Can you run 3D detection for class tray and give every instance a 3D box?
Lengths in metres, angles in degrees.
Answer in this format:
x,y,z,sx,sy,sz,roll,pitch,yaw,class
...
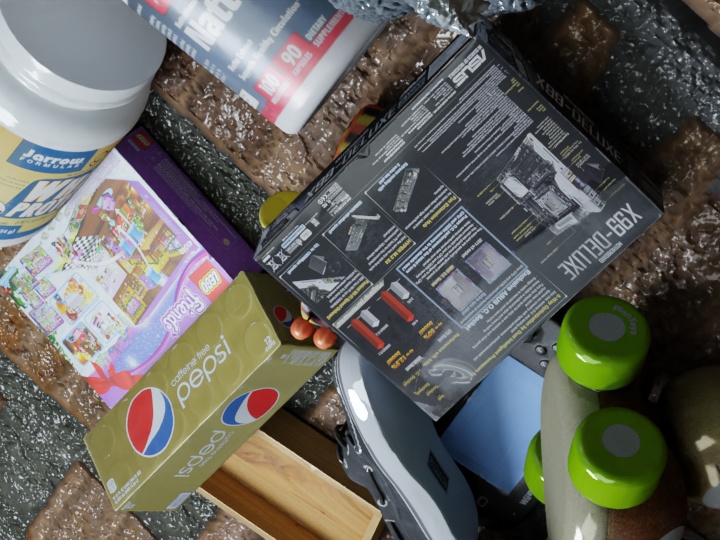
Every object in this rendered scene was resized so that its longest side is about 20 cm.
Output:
x,y,z,sx,sy,sz,roll,pitch,yaw,class
-0.071,0.150,1.403,0.200,0.037,0.099,33,132,13,tray

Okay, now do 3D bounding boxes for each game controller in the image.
x,y,z,sx,sy,sz,roll,pitch,yaw,class
0.101,0.100,1.252,0.104,0.042,0.200,38,133,7,game controller

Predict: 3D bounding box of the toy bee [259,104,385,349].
x,y,z,sx,sy,sz,roll,pitch,yaw,class
0.000,0.000,1.211,0.131,0.109,0.201,0,118,32,toy bee

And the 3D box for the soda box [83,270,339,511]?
x,y,z,sx,sy,sz,roll,pitch,yaw,class
-0.109,0.089,1.320,0.200,0.064,0.068,-45,58,26,soda box

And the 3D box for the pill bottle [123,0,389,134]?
x,y,z,sx,sy,sz,roll,pitch,yaw,class
-0.082,-0.188,1.122,0.200,0.120,0.120,38,133,-2,pill bottle

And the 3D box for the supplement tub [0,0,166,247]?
x,y,z,sx,sy,sz,roll,pitch,yaw,class
-0.231,-0.120,1.258,0.145,0.145,0.200,47,135,-1,supplement tub

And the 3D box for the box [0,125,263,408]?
x,y,z,sx,sy,sz,roll,pitch,yaw,class
-0.174,0.002,1.373,0.137,0.039,0.200,48,133,-1,box

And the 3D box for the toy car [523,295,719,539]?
x,y,z,sx,sy,sz,roll,pitch,yaw,class
0.212,0.118,1.129,0.199,0.158,0.165,2,141,-4,toy car

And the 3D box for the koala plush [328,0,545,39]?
x,y,z,sx,sy,sz,roll,pitch,yaw,class
0.033,-0.196,0.999,0.177,0.200,0.184,23,129,19,koala plush

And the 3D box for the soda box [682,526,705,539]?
x,y,z,sx,sy,sz,roll,pitch,yaw,class
0.226,0.230,1.238,0.200,0.064,0.068,36,132,8,soda box

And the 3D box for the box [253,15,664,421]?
x,y,z,sx,sy,sz,roll,pitch,yaw,class
0.059,-0.029,1.123,0.158,0.050,0.200,41,109,-12,box

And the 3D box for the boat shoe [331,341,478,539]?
x,y,z,sx,sy,sz,roll,pitch,yaw,class
0.016,0.121,1.237,0.066,0.070,0.200,-9,135,25,boat shoe
